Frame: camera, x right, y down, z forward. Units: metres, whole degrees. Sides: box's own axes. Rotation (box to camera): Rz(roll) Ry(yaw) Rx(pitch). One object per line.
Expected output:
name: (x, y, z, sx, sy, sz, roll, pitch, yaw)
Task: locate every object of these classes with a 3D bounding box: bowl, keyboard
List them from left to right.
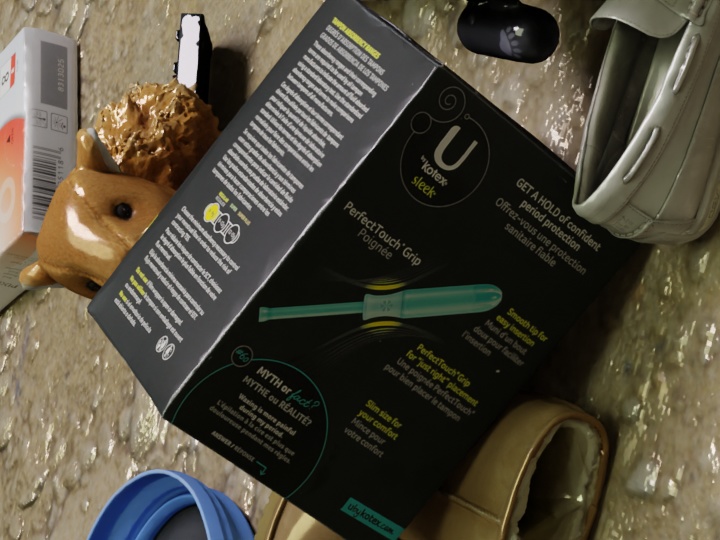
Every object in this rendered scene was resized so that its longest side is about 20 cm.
bowl: (-0.115, 0.217, 1.541, 0.200, 0.039, 0.202, -29, 55, 52)
keyboard: (-0.117, -0.061, 1.601, 0.104, 0.039, 0.201, 84, -172, -73)

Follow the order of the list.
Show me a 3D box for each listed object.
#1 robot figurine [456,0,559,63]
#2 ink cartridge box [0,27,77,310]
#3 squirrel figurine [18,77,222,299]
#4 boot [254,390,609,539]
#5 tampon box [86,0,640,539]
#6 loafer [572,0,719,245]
robot figurine: (0.056, -0.188, 1.237, 0.151, 0.124, 0.200, -66, 24, -5)
ink cartridge box: (-0.262, -0.057, 1.885, 0.200, 0.050, 0.163, -33, 52, 47)
squirrel figurine: (-0.096, -0.015, 1.444, 0.142, 0.186, 0.200, -66, 32, 20)
boot: (0.027, 0.129, 1.304, 0.200, 0.066, 0.176, 21, 98, 59)
tampon box: (0.000, 0.000, 1.249, 0.200, 0.150, 0.126, -51, 32, 4)
loafer: (0.140, -0.113, 1.191, 0.070, 0.069, 0.201, 5, 84, 59)
